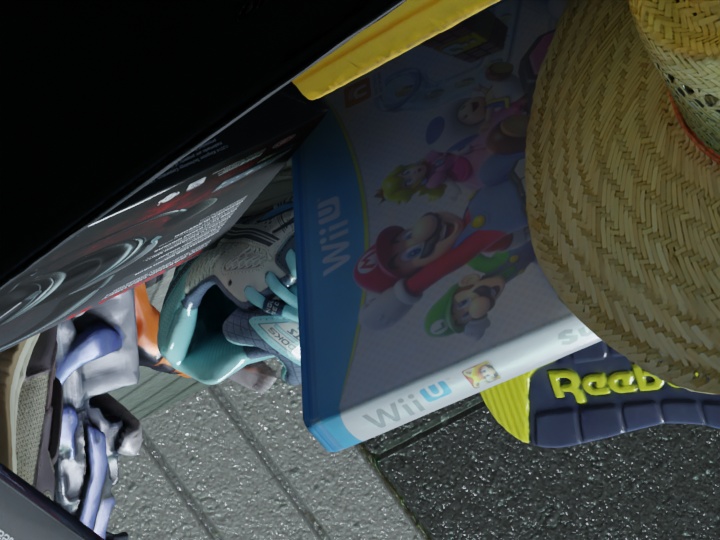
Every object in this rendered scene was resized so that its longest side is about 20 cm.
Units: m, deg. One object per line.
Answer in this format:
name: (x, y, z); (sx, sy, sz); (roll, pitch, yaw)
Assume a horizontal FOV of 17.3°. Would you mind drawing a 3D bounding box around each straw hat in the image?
straw hat: (0.111, -0.074, 0.578); (0.200, 0.202, 0.085); (-28, 141, 15)

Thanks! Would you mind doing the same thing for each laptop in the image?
laptop: (0.004, -0.077, 0.515); (0.199, 0.116, 0.187); (-11, 166, -45)

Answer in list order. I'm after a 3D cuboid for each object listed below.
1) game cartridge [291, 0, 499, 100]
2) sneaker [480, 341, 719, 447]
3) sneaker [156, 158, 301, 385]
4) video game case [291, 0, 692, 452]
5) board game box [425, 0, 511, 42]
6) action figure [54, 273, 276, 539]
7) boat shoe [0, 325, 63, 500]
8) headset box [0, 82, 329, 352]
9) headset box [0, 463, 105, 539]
game cartridge: (0.080, -0.123, 0.556); (0.200, 0.032, 0.176); (-44, -170, -20)
sneaker: (0.149, 0.025, 0.983); (0.199, 0.074, 0.082); (-1, -155, 26)
sneaker: (0.000, 0.000, 0.825); (0.200, 0.078, 0.086); (-21, -148, 52)
video game case: (0.070, -0.041, 0.669); (0.199, 0.018, 0.144); (-24, -139, 18)
board game box: (0.094, -0.116, 0.719); (0.199, 0.032, 0.120); (-16, 157, 3)
action figure: (-0.126, 0.038, 1.052); (0.104, 0.201, 0.193); (20, -157, 40)
boat shoe: (-0.140, 0.051, 0.837); (0.072, 0.201, 0.065); (-6, 134, 0)
headset box: (-0.110, -0.025, 0.743); (0.148, 0.077, 0.200); (-26, 174, -19)
headset box: (-0.126, 0.066, 0.572); (0.075, 0.200, 0.149); (-55, 136, -9)
